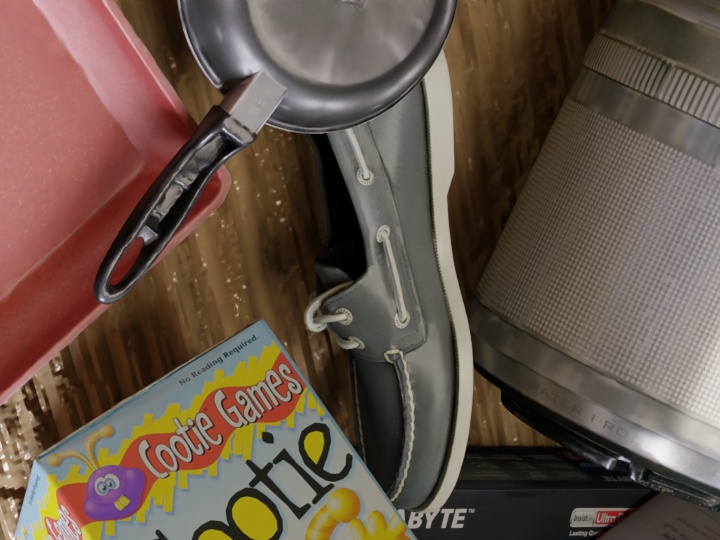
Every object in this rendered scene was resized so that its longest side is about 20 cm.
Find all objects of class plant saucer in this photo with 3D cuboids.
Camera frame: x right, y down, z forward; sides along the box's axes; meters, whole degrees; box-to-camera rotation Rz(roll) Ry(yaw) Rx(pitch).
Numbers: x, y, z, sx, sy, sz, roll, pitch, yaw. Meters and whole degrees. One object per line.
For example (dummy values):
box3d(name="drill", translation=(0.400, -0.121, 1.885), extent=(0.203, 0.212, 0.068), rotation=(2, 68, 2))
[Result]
box3d(name="plant saucer", translation=(-0.167, -0.036, 0.930), extent=(0.200, 0.037, 0.200), rotation=(-43, 129, -12))

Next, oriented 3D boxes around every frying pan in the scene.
box3d(name="frying pan", translation=(-0.040, -0.084, 0.961), extent=(0.190, 0.031, 0.115), rotation=(-37, 114, -17))

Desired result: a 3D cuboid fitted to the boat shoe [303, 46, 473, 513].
box3d(name="boat shoe", translation=(0.000, 0.000, 1.041), extent=(0.062, 0.073, 0.201), rotation=(-10, 106, -27))

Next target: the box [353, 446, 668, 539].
box3d(name="box", translation=(0.033, 0.156, 1.154), extent=(0.200, 0.046, 0.159), rotation=(4, 108, -37))

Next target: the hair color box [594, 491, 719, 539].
box3d(name="hair color box", translation=(0.113, 0.169, 1.122), extent=(0.200, 0.101, 0.061), rotation=(-34, 127, -19))

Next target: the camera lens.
box3d(name="camera lens", translation=(0.144, -0.015, 1.085), extent=(0.160, 0.160, 0.200), rotation=(20, 97, -40))

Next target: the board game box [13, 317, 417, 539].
box3d(name="board game box", translation=(-0.028, 0.139, 0.992), extent=(0.103, 0.200, 0.105), rotation=(-31, 167, -21))
